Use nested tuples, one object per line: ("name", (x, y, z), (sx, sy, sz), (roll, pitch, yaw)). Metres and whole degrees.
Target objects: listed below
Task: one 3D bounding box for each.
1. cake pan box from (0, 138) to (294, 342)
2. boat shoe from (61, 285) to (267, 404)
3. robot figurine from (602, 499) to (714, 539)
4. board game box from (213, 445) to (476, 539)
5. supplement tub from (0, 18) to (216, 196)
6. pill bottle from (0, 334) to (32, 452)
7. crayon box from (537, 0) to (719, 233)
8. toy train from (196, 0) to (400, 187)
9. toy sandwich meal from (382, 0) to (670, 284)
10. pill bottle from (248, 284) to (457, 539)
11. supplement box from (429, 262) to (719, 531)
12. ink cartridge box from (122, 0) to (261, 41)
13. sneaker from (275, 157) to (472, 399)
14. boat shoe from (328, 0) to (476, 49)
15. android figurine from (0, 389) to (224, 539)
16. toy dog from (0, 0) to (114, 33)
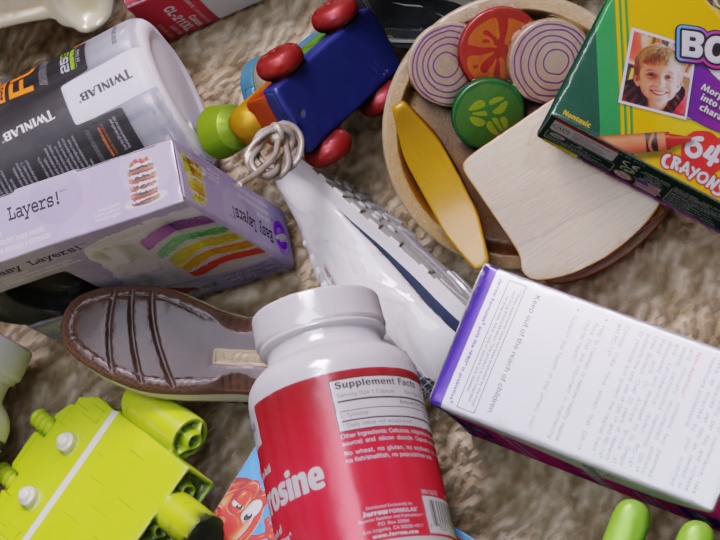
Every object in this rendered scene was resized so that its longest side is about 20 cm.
("cake pan box", (-0.171, -0.016, 1.723), (0.200, 0.184, 0.052), (-17, 69, 16))
("boat shoe", (-0.102, 0.061, 1.733), (0.202, 0.075, 0.075), (12, 77, 7))
("robot figurine", (0.160, 0.245, 1.576), (0.175, 0.116, 0.200), (17, 84, 7))
("board game box", (-0.024, 0.230, 1.677), (0.200, 0.056, 0.196), (29, 85, 23))
("supplement tub", (-0.213, -0.083, 1.796), (0.200, 0.123, 0.123), (-26, 68, 9))
("pill bottle", (-0.314, 0.126, 1.771), (0.116, 0.116, 0.200), (22, 82, 23))
("crayon box", (0.242, -0.119, 1.643), (0.200, 0.058, 0.173), (28, 75, 0))
("toy train", (-0.068, -0.101, 1.724), (0.116, 0.085, 0.200), (-14, 23, 43))
("toy sandwich meal", (0.110, -0.084, 1.688), (0.205, 0.070, 0.205), (0, 95, 2))
("pill bottle", (-0.009, 0.116, 1.614), (0.112, 0.112, 0.200), (-18, 69, 13))
("supplement box", (0.162, 0.083, 1.635), (0.200, 0.101, 0.103), (19, 81, 22))
("ink cartridge box", (-0.085, -0.274, 1.832), (0.200, 0.083, 0.146), (-22, 68, 11))
("sneaker", (0.000, 0.000, 1.733), (0.200, 0.076, 0.081), (46, 106, 27))
("boat shoe", (0.072, -0.171, 1.771), (0.200, 0.072, 0.068), (14, 117, 15))
("android figurine", (-0.179, 0.160, 1.728), (0.200, 0.041, 0.182), (34, 87, 43))
("toy dog", (-0.264, -0.264, 1.825), (0.139, 0.194, 0.200), (-21, 28, 8))
